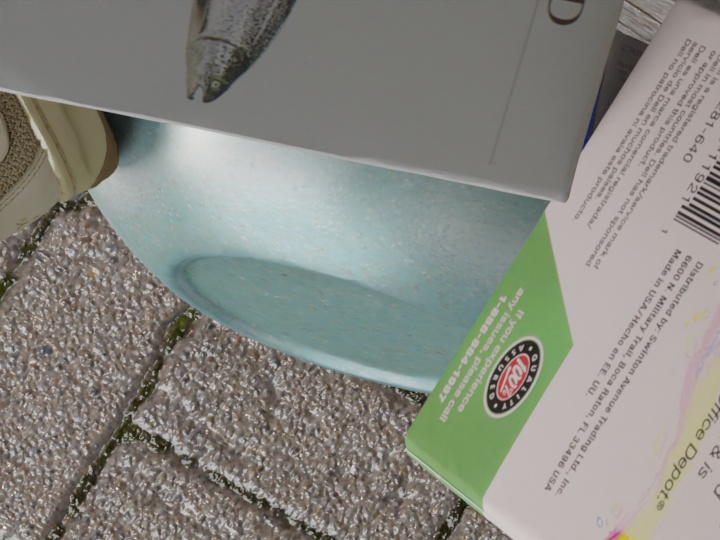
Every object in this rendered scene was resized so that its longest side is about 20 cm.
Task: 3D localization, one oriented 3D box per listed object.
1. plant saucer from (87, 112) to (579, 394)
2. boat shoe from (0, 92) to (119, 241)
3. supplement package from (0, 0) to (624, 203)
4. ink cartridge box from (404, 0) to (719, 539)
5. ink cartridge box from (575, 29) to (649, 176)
[{"bbox_3d":[0.000,0.000,0.857,0.201,0.039,0.201,17,165,5],"label":"plant saucer"},{"bbox_3d":[-0.136,-0.089,0.770,0.200,0.064,0.071,60,164,-24],"label":"boat shoe"},{"bbox_3d":[-0.041,-0.104,0.660,0.200,0.117,0.117,10,-160,-11],"label":"supplement package"},{"bbox_3d":[0.120,0.034,0.711,0.084,0.145,0.200,31,-177,-34],"label":"ink cartridge box"},{"bbox_3d":[0.063,-0.045,0.886,0.094,0.044,0.200,12,-179,25],"label":"ink cartridge box"}]
